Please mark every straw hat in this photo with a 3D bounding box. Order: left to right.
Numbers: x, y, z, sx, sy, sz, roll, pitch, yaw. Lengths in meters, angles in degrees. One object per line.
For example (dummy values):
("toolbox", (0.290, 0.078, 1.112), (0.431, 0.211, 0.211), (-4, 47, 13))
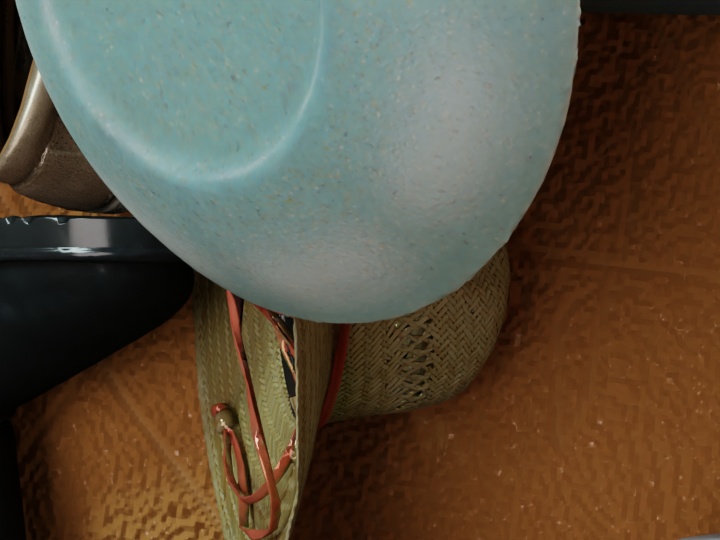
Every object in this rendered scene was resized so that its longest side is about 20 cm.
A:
("straw hat", (0.000, 0.000, 0.753), (0.085, 0.201, 0.201), (-4, 84, -12))

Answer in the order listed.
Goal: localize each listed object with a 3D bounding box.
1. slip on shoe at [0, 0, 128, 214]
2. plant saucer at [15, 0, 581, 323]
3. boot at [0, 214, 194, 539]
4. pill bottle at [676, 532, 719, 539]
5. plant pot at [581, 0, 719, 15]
("slip on shoe", (-0.105, -0.119, 0.815), (0.076, 0.061, 0.200), (-12, 77, 48))
("plant saucer", (-0.036, -0.077, 0.606), (0.201, 0.039, 0.201), (18, 118, 39))
("boot", (-0.131, 0.065, 0.818), (0.198, 0.073, 0.163), (-6, 85, 37))
("pill bottle", (0.143, 0.171, 0.662), (0.112, 0.112, 0.200), (-8, 84, 26))
("plant pot", (0.000, -0.176, 0.716), (0.200, 0.196, 0.197), (-2, 86, 36))
